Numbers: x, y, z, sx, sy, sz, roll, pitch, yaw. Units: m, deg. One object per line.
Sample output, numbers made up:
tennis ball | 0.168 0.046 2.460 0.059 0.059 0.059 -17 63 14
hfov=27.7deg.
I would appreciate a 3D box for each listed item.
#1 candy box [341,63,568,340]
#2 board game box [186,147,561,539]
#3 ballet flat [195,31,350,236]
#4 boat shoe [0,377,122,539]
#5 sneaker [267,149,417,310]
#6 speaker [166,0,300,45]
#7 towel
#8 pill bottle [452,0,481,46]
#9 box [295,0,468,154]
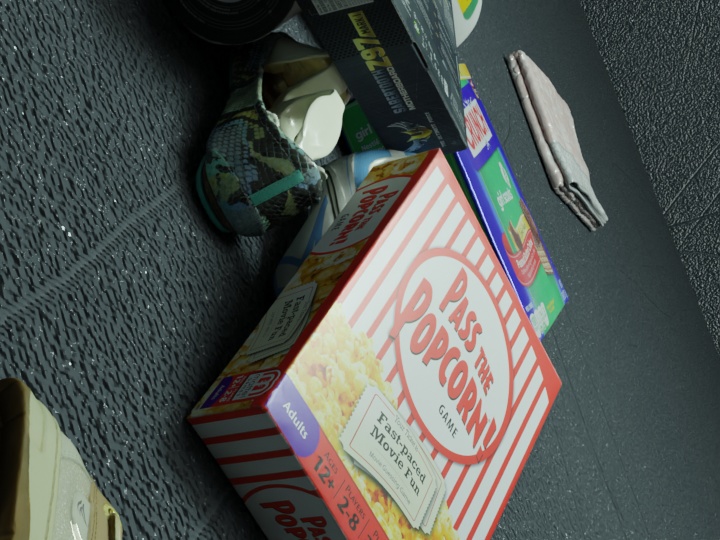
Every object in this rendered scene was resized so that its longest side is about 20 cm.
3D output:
candy box | 0.069 -0.042 1.037 0.201 0.077 0.169 65 17 -2
board game box | 0.017 0.060 0.688 0.152 0.046 0.200 60 39 -23
ballet flat | -0.037 -0.083 0.782 0.074 0.074 0.201 57 19 -28
boat shoe | -0.087 0.113 0.359 0.066 0.074 0.201 48 24 -33
sneaker | 0.000 0.000 0.771 0.072 0.072 0.201 57 26 -32
speaker | -0.052 -0.187 0.851 0.082 0.081 0.200 63 18 -12
towel | 0.250 -0.161 1.831 0.200 0.032 0.192 32 38 -64
pill bottle | 0.007 -0.245 1.006 0.201 0.112 0.113 62 15 -44
box | 0.006 -0.175 0.803 0.200 0.051 0.159 54 29 -59
